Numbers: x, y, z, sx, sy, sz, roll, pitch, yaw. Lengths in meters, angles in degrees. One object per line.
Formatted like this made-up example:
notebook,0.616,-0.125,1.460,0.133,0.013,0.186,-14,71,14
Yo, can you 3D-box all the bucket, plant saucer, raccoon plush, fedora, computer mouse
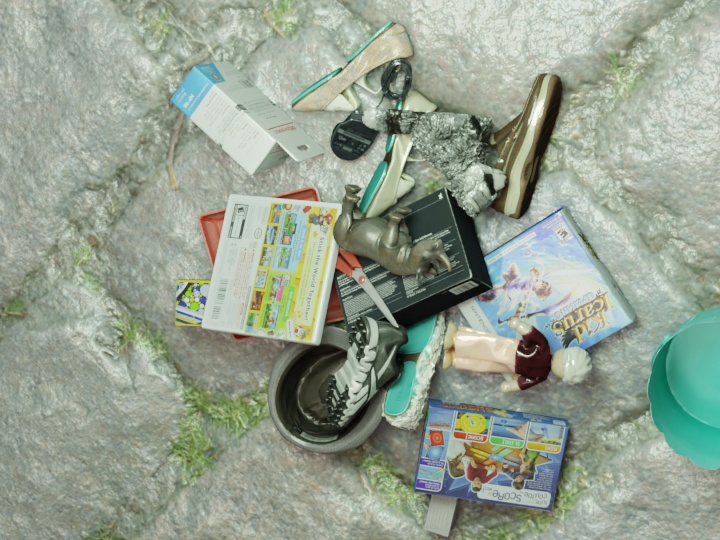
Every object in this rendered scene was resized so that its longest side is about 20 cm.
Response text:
bucket,0.475,0.147,1.627,0.207,0.135,0.208,4,103,18
plant saucer,-0.122,-0.010,1.852,0.199,0.037,0.200,-13,97,21
raccoon plush,0.100,-0.143,1.676,0.200,0.097,0.134,8,95,27
fedora,-0.040,0.170,1.834,0.177,0.090,0.200,35,107,8
computer mouse,0.015,-0.224,1.724,0.059,0.034,0.200,23,135,-18

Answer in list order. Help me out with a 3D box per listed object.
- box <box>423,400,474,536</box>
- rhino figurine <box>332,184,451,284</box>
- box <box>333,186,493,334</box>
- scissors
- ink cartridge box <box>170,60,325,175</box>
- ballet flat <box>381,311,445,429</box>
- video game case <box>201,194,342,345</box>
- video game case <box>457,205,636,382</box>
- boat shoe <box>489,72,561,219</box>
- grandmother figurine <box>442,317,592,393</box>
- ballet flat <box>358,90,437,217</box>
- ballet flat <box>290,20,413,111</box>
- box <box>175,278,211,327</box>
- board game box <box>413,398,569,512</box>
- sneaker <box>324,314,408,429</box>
box,0.135,0.289,1.829,0.041,0.039,0.200,15,107,15
rhino figurine,0.043,-0.040,1.673,0.200,0.060,0.088,27,117,30
box,0.065,-0.005,1.737,0.200,0.079,0.141,-25,67,23
scissors,0.000,0.000,1.721,0.200,0.014,0.073,36,94,35
ink cartridge box,-0.158,-0.204,1.776,0.200,0.116,0.067,43,112,6
ballet flat,0.080,0.135,1.774,0.072,0.072,0.200,12,65,16
video game case,-0.122,-0.004,1.762,0.182,0.023,0.200,6,78,23
video game case,0.246,0.040,1.731,0.200,0.045,0.181,-33,91,22
boat shoe,0.208,-0.172,1.681,0.075,0.075,0.203,22,109,20
grandmother figurine,0.215,0.115,1.707,0.200,0.061,0.121,10,134,13
ballet flat,0.055,-0.149,1.739,0.069,0.069,0.200,22,100,13
ballet flat,-0.009,-0.263,1.740,0.200,0.068,0.067,-35,97,24
box,-0.166,0.049,1.821,0.200,0.064,0.070,1,90,20
board game box,0.184,0.262,1.777,0.200,0.034,0.136,9,106,-1
sneaker,0.014,0.146,1.728,0.090,0.067,0.200,3,128,-25
